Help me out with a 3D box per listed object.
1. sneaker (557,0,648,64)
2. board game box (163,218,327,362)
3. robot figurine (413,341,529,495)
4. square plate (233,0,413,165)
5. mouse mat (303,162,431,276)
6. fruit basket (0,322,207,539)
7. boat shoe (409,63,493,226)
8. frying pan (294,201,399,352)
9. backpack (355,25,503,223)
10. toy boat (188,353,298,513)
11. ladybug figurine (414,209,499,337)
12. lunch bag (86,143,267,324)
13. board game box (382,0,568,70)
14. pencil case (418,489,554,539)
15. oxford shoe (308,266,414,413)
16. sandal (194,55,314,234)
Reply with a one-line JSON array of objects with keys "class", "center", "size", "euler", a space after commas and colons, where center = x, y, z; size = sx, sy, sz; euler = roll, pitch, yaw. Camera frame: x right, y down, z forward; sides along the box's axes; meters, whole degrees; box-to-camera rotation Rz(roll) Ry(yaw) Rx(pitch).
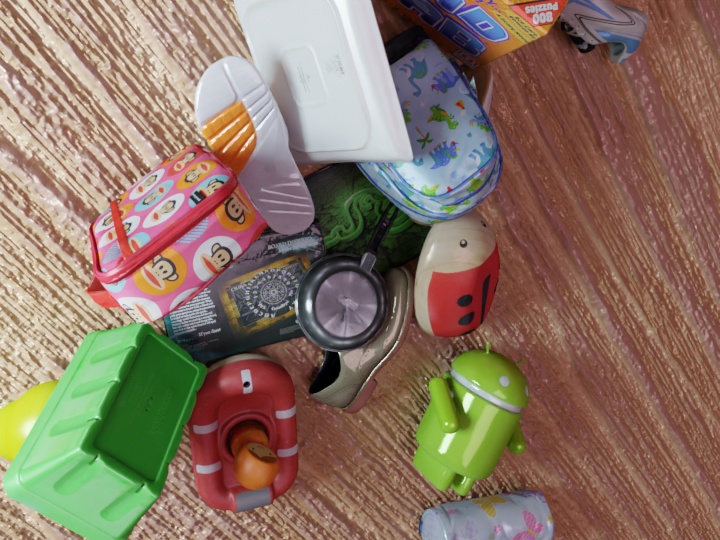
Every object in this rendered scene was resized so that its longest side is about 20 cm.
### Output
[{"class": "sneaker", "center": [0.268, -0.315, 0.808], "size": [0.198, 0.072, 0.073], "euler": [16, 108, -21]}, {"class": "board game box", "center": [-0.132, 0.025, 0.765], "size": [0.197, 0.028, 0.137], "euler": [-13, 109, -16]}, {"class": "robot figurine", "center": [0.150, 0.196, 0.882], "size": [0.174, 0.115, 0.202], "euler": [25, 94, -35]}, {"class": "square plate", "center": [-0.048, -0.196, 0.645], "size": [0.028, 0.197, 0.202], "euler": [-33, 116, -31]}, {"class": "mouse mat", "center": [0.012, -0.067, 0.811], "size": [0.198, 0.008, 0.162], "euler": [-29, 114, -13]}, {"class": "fruit basket", "center": [-0.281, 0.168, 0.683], "size": [0.155, 0.215, 0.216], "euler": [42, 88, -25]}, {"class": "boat shoe", "center": [0.116, -0.150, 0.800], "size": [0.069, 0.070, 0.202], "euler": [10, 104, -50]}, {"class": "frying pan", "center": [0.009, 0.015, 0.774], "size": [0.189, 0.031, 0.115], "euler": [-39, 101, -11]}, {"class": "backpack", "center": [0.063, -0.146, 0.705], "size": [0.162, 0.154, 0.201], "euler": [-34, 99, -10]}, {"class": "toy boat", "center": [-0.129, 0.203, 0.764], "size": [0.129, 0.131, 0.203], "euler": [-8, 109, -20]}, {"class": "ladybug figurine", "center": [0.124, 0.011, 0.807], "size": [0.136, 0.071, 0.201], "euler": [-45, 147, -29]}, {"class": "lunch bag", "center": [-0.190, -0.034, 0.634], "size": [0.176, 0.200, 0.082], "euler": [-40, 120, -7]}, {"class": "board game box", "center": [0.118, -0.353, 0.639], "size": [0.199, 0.200, 0.201], "euler": [33, 92, -12]}, {"class": "pencil case", "center": [0.188, 0.384, 0.971], "size": [0.197, 0.083, 0.092], "euler": [-4, 101, -21]}, {"class": "oxford shoe", "center": [0.002, 0.083, 0.811], "size": [0.074, 0.070, 0.202], "euler": [20, 97, -33]}, {"class": "sandal", "center": [-0.110, -0.129, 0.694], "size": [0.078, 0.060, 0.208], "euler": [-20, 128, 3]}]
